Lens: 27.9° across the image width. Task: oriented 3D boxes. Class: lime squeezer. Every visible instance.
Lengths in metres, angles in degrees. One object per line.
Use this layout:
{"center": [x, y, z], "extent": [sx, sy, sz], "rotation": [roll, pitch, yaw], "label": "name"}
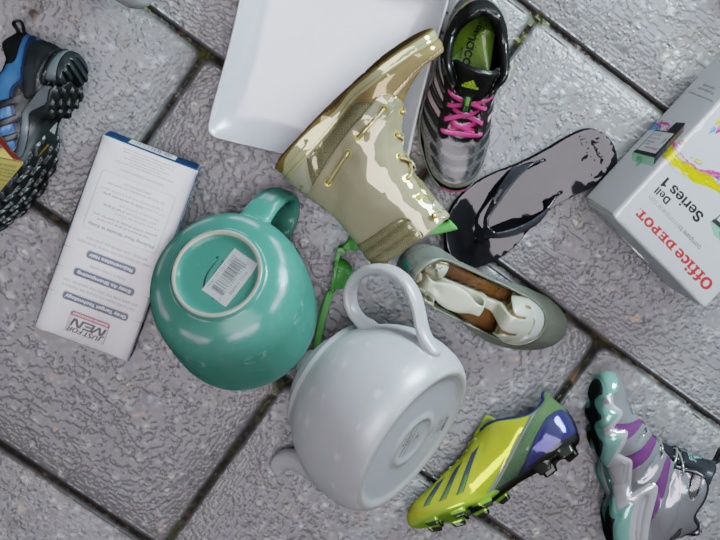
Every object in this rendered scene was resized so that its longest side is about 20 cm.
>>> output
{"center": [0.000, 0.000, 1.447], "extent": [0.200, 0.038, 0.071], "rotation": [-44, 112, 9], "label": "lime squeezer"}

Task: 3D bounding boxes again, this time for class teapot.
{"center": [-0.001, 0.121, 1.409], "extent": [0.146, 0.198, 0.200], "rotation": [37, 73, 23], "label": "teapot"}

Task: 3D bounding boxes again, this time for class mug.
{"center": [-0.125, 0.009, 1.377], "extent": [0.151, 0.115, 0.186], "rotation": [-12, 67, 5], "label": "mug"}

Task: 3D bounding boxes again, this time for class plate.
{"center": [-0.032, -0.205, 1.413], "extent": [0.198, 0.032, 0.202], "rotation": [14, 99, -4], "label": "plate"}

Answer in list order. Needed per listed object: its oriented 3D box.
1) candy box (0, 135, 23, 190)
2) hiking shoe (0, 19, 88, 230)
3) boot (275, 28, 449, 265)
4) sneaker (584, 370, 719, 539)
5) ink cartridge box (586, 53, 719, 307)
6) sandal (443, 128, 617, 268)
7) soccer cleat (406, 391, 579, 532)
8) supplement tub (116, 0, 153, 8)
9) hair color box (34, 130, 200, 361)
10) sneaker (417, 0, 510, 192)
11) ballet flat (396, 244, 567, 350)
{"center": [-0.423, -0.072, 1.364], "extent": [0.200, 0.056, 0.117], "rotation": [-46, 72, 13], "label": "candy box"}
{"center": [-0.336, -0.133, 1.398], "extent": [0.086, 0.074, 0.201], "rotation": [30, 97, 16], "label": "hiking shoe"}
{"center": [0.038, -0.114, 1.372], "extent": [0.200, 0.073, 0.156], "rotation": [-43, 95, 11], "label": "boot"}
{"center": [0.309, 0.186, 1.480], "extent": [0.139, 0.078, 0.202], "rotation": [-11, 109, -3], "label": "sneaker"}
{"center": [0.345, -0.087, 1.419], "extent": [0.145, 0.084, 0.200], "rotation": [42, 95, -18], "label": "ink cartridge box"}
{"center": [0.164, -0.076, 1.440], "extent": [0.200, 0.043, 0.076], "rotation": [-37, 99, 3], "label": "sandal"}
{"center": [0.129, 0.197, 1.484], "extent": [0.199, 0.065, 0.084], "rotation": [-32, 70, 6], "label": "soccer cleat"}
{"center": [-0.211, -0.356, 1.323], "extent": [0.140, 0.140, 0.201], "rotation": [29, 97, -7], "label": "supplement tub"}
{"center": [-0.236, -0.025, 1.416], "extent": [0.099, 0.061, 0.201], "rotation": [21, 97, -6], "label": "hair color box"}
{"center": [0.101, -0.173, 1.398], "extent": [0.073, 0.087, 0.202], "rotation": [9, 99, -5], "label": "sneaker"}
{"center": [0.124, 0.038, 1.428], "extent": [0.199, 0.064, 0.068], "rotation": [25, 104, -19], "label": "ballet flat"}
